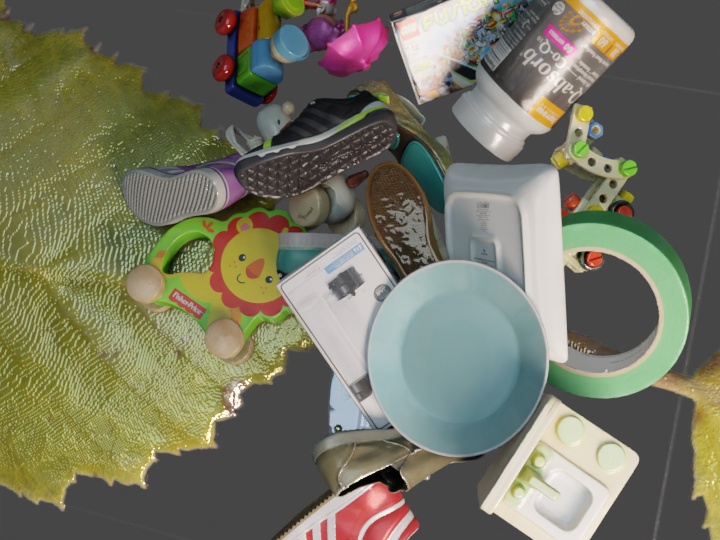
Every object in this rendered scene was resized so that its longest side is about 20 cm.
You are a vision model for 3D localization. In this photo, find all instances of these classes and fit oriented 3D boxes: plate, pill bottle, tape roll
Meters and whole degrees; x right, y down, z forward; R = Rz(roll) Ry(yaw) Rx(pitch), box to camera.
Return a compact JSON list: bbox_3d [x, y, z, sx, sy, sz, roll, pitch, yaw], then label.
[{"bbox_3d":[0.144,-0.013,1.043,0.032,0.199,0.202,-8,100,-26],"label":"plate"},{"bbox_3d":[0.100,0.090,1.009,0.198,0.026,0.203,-2,85,25],"label":"plate"},{"bbox_3d":[0.203,-0.229,1.106,0.116,0.116,0.200,47,111,15],"label":"pill bottle"},{"bbox_3d":[0.254,0.038,1.056,0.198,0.048,0.203,8,113,19],"label":"tape roll"}]

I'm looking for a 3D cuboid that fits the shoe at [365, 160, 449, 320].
[{"bbox_3d":[0.059,-0.027,1.090,0.069,0.053,0.202,-22,75,2],"label":"shoe"}]

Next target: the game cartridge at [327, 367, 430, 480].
[{"bbox_3d":[0.030,0.134,1.140,0.132,0.041,0.202,7,82,9],"label":"game cartridge"}]

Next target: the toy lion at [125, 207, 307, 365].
[{"bbox_3d":[-0.157,0.001,1.191,0.199,0.069,0.193,31,81,15],"label":"toy lion"}]

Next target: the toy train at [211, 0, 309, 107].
[{"bbox_3d":[-0.114,-0.313,1.196,0.115,0.084,0.202,-26,54,40],"label":"toy train"}]

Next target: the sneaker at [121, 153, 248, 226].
[{"bbox_3d":[-0.204,-0.105,1.216,0.199,0.114,0.073,4,114,39],"label":"sneaker"}]

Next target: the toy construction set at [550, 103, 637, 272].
[{"bbox_3d":[0.234,-0.074,1.105,0.131,0.092,0.201,37,97,-10],"label":"toy construction set"}]

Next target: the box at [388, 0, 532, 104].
[{"bbox_3d":[0.143,-0.285,1.158,0.198,0.035,0.111,-20,118,8],"label":"box"}]

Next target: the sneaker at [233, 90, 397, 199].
[{"bbox_3d":[-0.053,-0.147,1.102,0.198,0.072,0.083,-20,53,-11],"label":"sneaker"}]

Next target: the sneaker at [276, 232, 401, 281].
[{"bbox_3d":[0.000,0.000,1.142,0.198,0.071,0.081,3,89,-4],"label":"sneaker"}]

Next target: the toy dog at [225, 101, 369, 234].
[{"bbox_3d":[-0.054,-0.134,1.166,0.096,0.132,0.200,-42,84,25],"label":"toy dog"}]

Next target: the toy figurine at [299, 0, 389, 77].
[{"bbox_3d":[-0.031,-0.333,1.197,0.198,0.150,0.186,6,91,34],"label":"toy figurine"}]

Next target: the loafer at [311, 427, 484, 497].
[{"bbox_3d":[0.048,0.207,1.045,0.198,0.075,0.070,-6,57,-13],"label":"loafer"}]

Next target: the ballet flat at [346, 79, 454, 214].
[{"bbox_3d":[0.065,-0.156,1.172,0.071,0.071,0.200,-43,77,2],"label":"ballet flat"}]

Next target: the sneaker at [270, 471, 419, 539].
[{"bbox_3d":[-0.025,0.313,1.102,0.200,0.071,0.113,-40,88,16],"label":"sneaker"}]

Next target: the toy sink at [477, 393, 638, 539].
[{"bbox_3d":[0.201,0.211,1.004,0.111,0.200,0.131,33,87,9],"label":"toy sink"}]

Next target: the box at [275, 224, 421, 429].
[{"bbox_3d":[0.010,0.064,1.078,0.116,0.060,0.201,-33,94,3],"label":"box"}]
